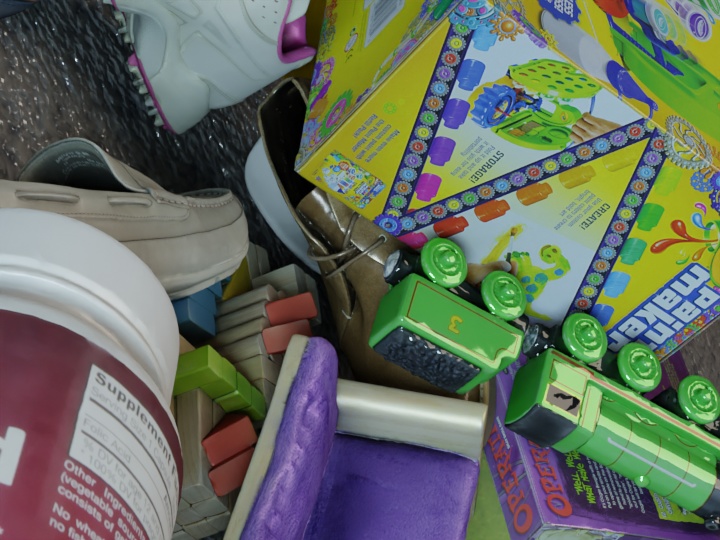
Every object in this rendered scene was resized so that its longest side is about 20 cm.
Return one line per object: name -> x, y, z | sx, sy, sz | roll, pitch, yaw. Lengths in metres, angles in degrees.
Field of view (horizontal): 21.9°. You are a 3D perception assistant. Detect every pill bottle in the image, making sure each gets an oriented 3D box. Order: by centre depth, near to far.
pill bottle -> -0.111, 0.079, 0.522 | 0.114, 0.114, 0.201 | 57, 23, -32

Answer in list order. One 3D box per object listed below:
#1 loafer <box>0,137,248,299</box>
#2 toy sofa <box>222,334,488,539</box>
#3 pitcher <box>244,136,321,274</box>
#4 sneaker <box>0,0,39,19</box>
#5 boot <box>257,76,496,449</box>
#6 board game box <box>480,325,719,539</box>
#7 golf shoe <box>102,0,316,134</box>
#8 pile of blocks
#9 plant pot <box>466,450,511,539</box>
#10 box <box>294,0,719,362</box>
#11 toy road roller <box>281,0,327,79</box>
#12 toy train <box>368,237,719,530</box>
loafer -> -0.099, -0.018, 0.713 | 0.200, 0.070, 0.070 | -25, 103, -70
toy sofa -> -0.008, 0.124, 0.706 | 0.201, 0.082, 0.098 | -71, 168, -46
pitcher -> 0.047, 0.007, 0.981 | 0.200, 0.121, 0.172 | 33, 21, -51
sneaker -> -0.168, -0.159, 0.653 | 0.200, 0.079, 0.079 | 38, 41, -54
boot -> 0.000, 0.000, 0.829 | 0.075, 0.073, 0.201 | 23, 41, -51
board game box -> 0.099, 0.045, 0.854 | 0.120, 0.032, 0.201 | 15, 43, -31
golf shoe -> -0.072, -0.137, 0.797 | 0.200, 0.091, 0.076 | 74, 0, -64
pile of blocks -> -0.056, 0.030, 0.792 | 0.082, 0.062, 0.200 | 61, 21, -25
plant pot -> 0.081, 0.143, 0.898 | 0.185, 0.200, 0.200 | 62, 18, 14
box -> 0.090, -0.092, 0.848 | 0.192, 0.122, 0.201 | 32, 37, -21
toy road roller -> -0.059, -0.210, 0.976 | 0.123, 0.145, 0.201 | -87, -173, -49
toy train -> 0.092, 0.052, 0.789 | 0.199, 0.042, 0.057 | 28, 54, -14
